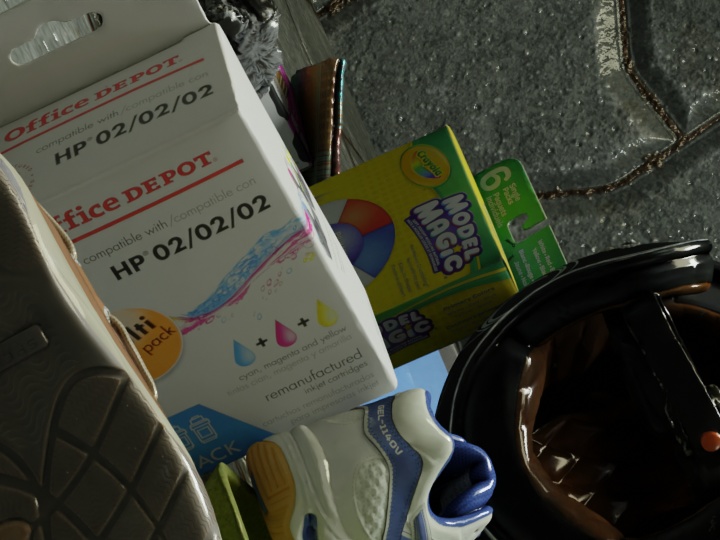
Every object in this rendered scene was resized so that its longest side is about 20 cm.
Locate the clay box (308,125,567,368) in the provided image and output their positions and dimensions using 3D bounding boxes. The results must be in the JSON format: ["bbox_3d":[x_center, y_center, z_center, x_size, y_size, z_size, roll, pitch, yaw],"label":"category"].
[{"bbox_3d":[0.000,0.000,1.053,0.115,0.200,0.048,-110,173,-47],"label":"clay box"}]

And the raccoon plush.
[{"bbox_3d":[-0.124,-0.138,1.301,0.134,0.097,0.200,53,-34,40],"label":"raccoon plush"}]

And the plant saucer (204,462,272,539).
[{"bbox_3d":[-0.017,0.199,0.817,0.200,0.048,0.200,54,12,-64],"label":"plant saucer"}]

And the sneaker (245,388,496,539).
[{"bbox_3d":[0.024,0.115,0.861,0.200,0.088,0.075,59,6,-61],"label":"sneaker"}]

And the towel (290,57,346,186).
[{"bbox_3d":[-0.035,-0.092,1.602,0.200,0.022,0.147,-170,-98,-80],"label":"towel"}]

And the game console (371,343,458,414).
[{"bbox_3d":[-0.013,0.040,1.209,0.176,0.116,0.200,50,16,-73],"label":"game console"}]

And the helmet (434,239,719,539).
[{"bbox_3d":[0.135,0.081,0.971,0.200,0.200,0.191,67,10,14],"label":"helmet"}]

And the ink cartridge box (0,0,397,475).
[{"bbox_3d":[-0.079,-0.015,0.791,0.068,0.115,0.200,-109,172,-51],"label":"ink cartridge box"}]

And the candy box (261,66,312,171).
[{"bbox_3d":[-0.108,-0.177,1.554,0.136,0.061,0.200,-105,169,-58],"label":"candy box"}]

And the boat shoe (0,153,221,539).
[{"bbox_3d":[-0.092,0.047,0.620,0.072,0.076,0.200,0,68,-87],"label":"boat shoe"}]
